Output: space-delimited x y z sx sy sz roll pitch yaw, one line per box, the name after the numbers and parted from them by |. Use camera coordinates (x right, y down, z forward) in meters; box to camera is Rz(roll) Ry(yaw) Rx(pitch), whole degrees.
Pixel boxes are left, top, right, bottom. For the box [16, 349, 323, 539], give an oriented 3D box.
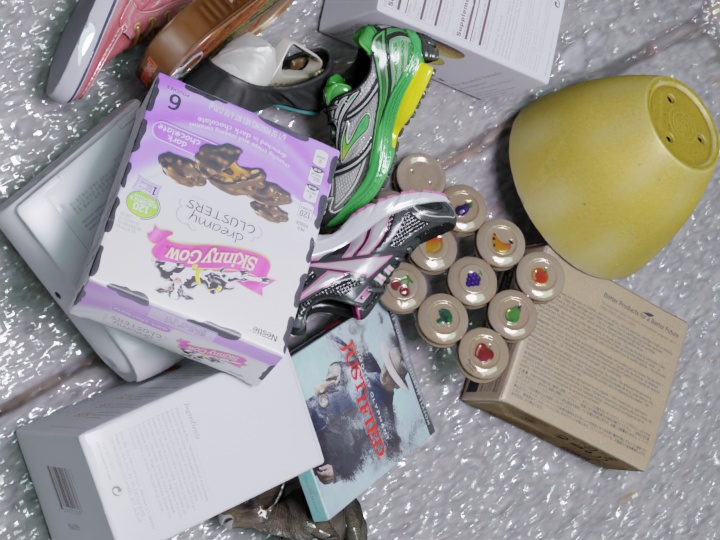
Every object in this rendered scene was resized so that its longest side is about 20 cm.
-0.159 0.146 1.408 0.199 0.152 0.107 -22 98 -30 | box

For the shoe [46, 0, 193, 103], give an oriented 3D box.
-0.193 -0.218 1.452 0.091 0.071 0.202 29 70 -24 | shoe

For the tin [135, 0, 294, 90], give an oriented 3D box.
-0.117 -0.220 1.475 0.042 0.112 0.200 44 60 6 | tin

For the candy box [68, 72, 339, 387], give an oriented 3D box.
-0.122 -0.033 1.362 0.166 0.072 0.202 22 59 -14 | candy box

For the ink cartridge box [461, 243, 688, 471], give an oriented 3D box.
0.216 0.090 1.687 0.199 0.075 0.166 27 73 -27 | ink cartridge box

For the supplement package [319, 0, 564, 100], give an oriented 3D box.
0.079 -0.251 1.597 0.199 0.113 0.111 19 77 -28 | supplement package

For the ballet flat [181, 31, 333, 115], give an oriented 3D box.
-0.089 -0.174 1.485 0.199 0.068 0.069 -13 130 -58 | ballet flat

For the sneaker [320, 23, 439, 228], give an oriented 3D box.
-0.007 -0.133 1.536 0.085 0.078 0.201 17 106 -22 | sneaker

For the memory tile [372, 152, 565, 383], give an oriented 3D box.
0.086 -0.005 1.598 0.200 0.017 0.154 39 67 3 | memory tile

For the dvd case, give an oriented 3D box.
-0.007 0.120 1.535 0.200 0.022 0.147 -31 104 -55 | dvd case

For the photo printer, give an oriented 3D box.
-0.193 -0.019 1.443 0.166 0.069 0.201 -45 109 -27 | photo printer

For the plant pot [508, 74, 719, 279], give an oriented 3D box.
0.264 -0.111 1.649 0.199 0.142 0.202 19 56 -31 | plant pot

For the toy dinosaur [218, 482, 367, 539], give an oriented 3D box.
-0.029 0.228 1.525 0.199 0.077 0.103 8 60 -41 | toy dinosaur

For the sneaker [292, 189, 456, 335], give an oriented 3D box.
0.000 0.000 1.531 0.198 0.080 0.087 -24 75 -6 | sneaker
